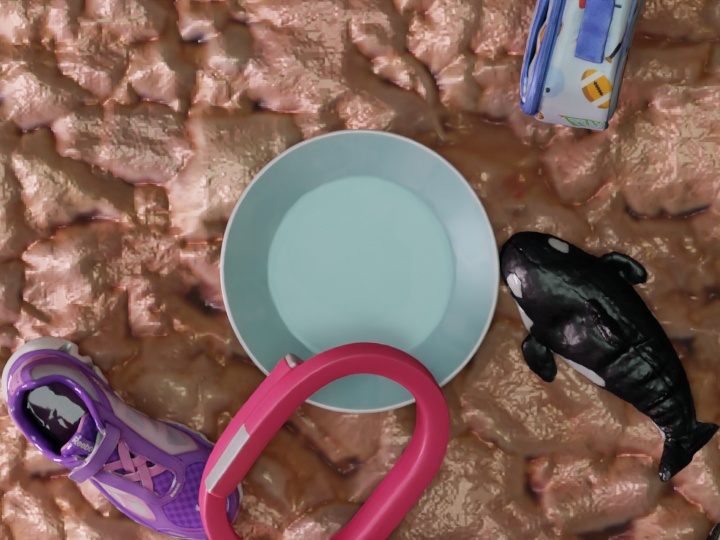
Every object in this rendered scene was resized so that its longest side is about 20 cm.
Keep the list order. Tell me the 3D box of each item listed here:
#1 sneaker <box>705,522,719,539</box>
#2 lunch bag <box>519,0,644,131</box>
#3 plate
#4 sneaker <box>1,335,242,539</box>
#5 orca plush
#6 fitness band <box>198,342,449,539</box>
[{"bbox_3d":[0.277,0.286,1.537,0.115,0.076,0.202,13,93,6],"label":"sneaker"},{"bbox_3d":[0.156,-0.195,1.471,0.075,0.160,0.202,13,96,4],"label":"lunch bag"},{"bbox_3d":[0.000,0.000,1.569,0.198,0.026,0.202,0,95,5],"label":"plate"},{"bbox_3d":[-0.175,0.127,1.563,0.200,0.088,0.081,36,94,-1],"label":"sneaker"},{"bbox_3d":[0.168,0.057,1.533,0.105,0.071,0.201,-27,91,7],"label":"orca plush"},{"bbox_3d":[-0.026,0.136,1.545,0.143,0.037,0.200,32,104,-28],"label":"fitness band"}]
